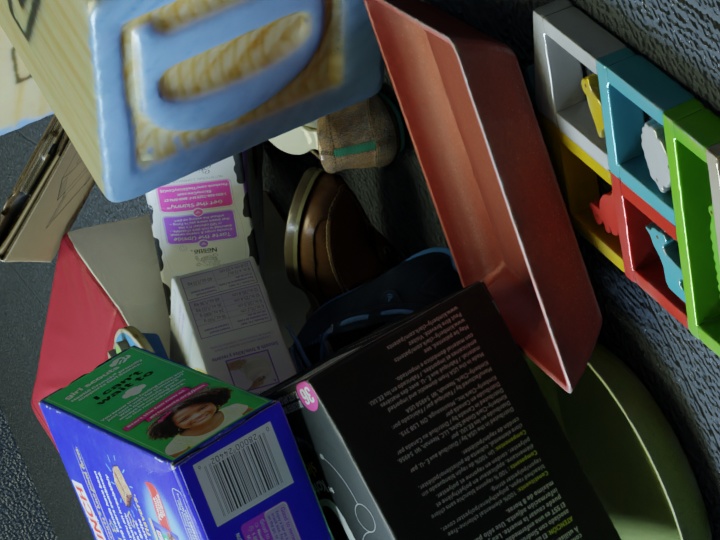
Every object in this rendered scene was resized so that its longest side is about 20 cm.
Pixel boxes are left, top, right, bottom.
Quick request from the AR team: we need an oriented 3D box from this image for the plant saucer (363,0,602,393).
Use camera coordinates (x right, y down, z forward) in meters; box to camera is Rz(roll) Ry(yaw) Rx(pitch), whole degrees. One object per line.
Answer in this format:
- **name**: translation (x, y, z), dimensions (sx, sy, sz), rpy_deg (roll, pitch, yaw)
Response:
- **plant saucer**: translation (0.069, -0.054, 1.435), dimensions (0.200, 0.037, 0.201), rpy_deg (-135, 24, -71)

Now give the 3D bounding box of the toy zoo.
- **toy zoo**: translation (0.135, -0.050, 1.306), dimensions (0.200, 0.020, 0.132), rpy_deg (46, 154, 50)

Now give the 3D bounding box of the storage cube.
- **storage cube**: translation (-0.118, 0.073, 1.934), dimensions (0.171, 0.199, 0.180), rpy_deg (55, 145, 34)

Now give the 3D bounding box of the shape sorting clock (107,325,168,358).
- **shape sorting clock**: translation (-0.127, 0.134, 1.728), dimensions (0.200, 0.039, 0.201), rpy_deg (165, 90, -78)

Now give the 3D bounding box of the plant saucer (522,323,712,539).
- **plant saucer**: translation (0.144, 0.116, 1.491), dimensions (0.200, 0.031, 0.201), rpy_deg (57, 162, 31)

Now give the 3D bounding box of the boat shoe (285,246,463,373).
- **boat shoe**: translation (-0.004, 0.050, 1.642), dimensions (0.084, 0.069, 0.200), rpy_deg (38, 138, -3)

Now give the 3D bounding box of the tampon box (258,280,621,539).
- **tampon box**: translation (0.039, 0.133, 1.485), dimensions (0.201, 0.126, 0.150), rpy_deg (62, 155, 0)

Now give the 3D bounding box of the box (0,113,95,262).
- **box**: translation (-0.195, -0.081, 1.811), dimensions (0.021, 0.164, 0.200), rpy_deg (29, -179, 2)

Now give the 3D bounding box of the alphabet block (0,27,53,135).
- **alphabet block**: translation (-0.251, -0.246, 1.926), dimensions (0.196, 0.196, 0.200), rpy_deg (56, 161, 26)

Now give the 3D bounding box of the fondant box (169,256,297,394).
- **fondant box**: translation (-0.066, 0.115, 1.663), dimensions (0.145, 0.058, 0.201), rpy_deg (98, 154, -57)

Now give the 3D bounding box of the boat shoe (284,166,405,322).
- **boat shoe**: translation (0.000, 0.000, 1.706), dimensions (0.068, 0.072, 0.200), rpy_deg (17, 157, 17)

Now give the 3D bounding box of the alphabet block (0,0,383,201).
- **alphabet block**: translation (-0.112, -0.197, 1.545), dimensions (0.201, 0.194, 0.197), rpy_deg (57, 160, 28)

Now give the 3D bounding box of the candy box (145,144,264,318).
- **candy box**: translation (-0.110, -0.097, 1.806), dimensions (0.168, 0.071, 0.201), rpy_deg (-94, -3, -47)

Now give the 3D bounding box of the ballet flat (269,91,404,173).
- **ballet flat**: translation (-0.041, -0.106, 1.691), dimensions (0.200, 0.067, 0.068), rpy_deg (30, 138, 63)

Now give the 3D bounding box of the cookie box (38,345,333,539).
- **cookie box**: translation (-0.089, 0.146, 1.506), dimensions (0.200, 0.075, 0.172), rpy_deg (15, 129, 60)
